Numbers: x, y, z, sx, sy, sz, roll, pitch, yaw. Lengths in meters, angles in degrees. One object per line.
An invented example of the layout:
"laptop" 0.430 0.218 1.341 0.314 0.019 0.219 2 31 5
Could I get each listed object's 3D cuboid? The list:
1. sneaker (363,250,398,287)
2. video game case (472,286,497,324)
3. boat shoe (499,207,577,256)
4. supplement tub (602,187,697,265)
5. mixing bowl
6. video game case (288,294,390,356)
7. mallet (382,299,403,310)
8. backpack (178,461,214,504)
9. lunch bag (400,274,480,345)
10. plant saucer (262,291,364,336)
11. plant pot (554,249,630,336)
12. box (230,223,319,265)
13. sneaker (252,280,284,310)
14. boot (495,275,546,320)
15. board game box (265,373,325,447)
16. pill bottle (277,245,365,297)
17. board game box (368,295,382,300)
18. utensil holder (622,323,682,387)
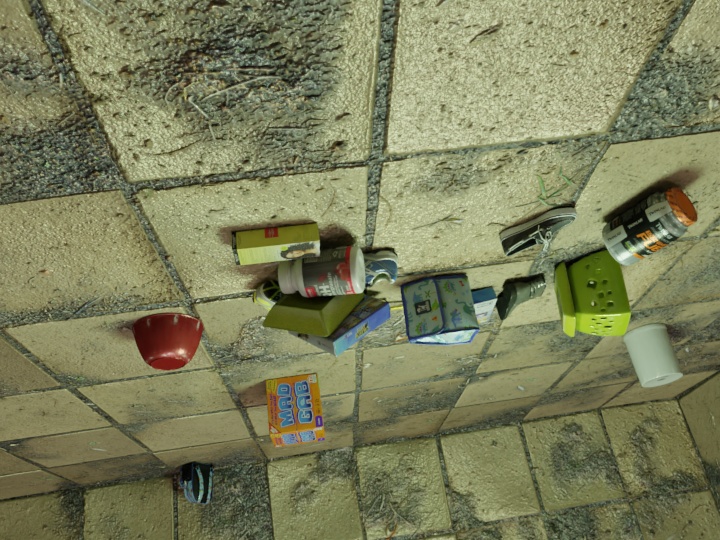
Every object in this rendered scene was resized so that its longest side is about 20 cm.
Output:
"sneaker" 0.000 0.000 1.519 0.195 0.079 0.076 -7 154 2
"video game case" 0.310 0.130 1.880 0.195 0.046 0.182 -13 152 -5
"boat shoe" 0.444 -0.091 1.505 0.196 0.069 0.074 -19 151 17
"supplement tub" 0.712 -0.109 1.501 0.120 0.125 0.200 9 146 -32
"mixing bowl" -0.538 0.211 1.701 0.195 0.111 0.201 -8 151 -4
"video game case" -0.054 0.121 1.515 0.179 0.046 0.198 16 -144 43
"mallet" 0.133 0.112 1.819 0.195 0.042 0.066 -3 151 -21
"backpack" -0.857 1.122 3.183 0.132 0.204 0.182 -20 152 19
"lunch bag" 0.216 0.113 1.698 0.195 0.174 0.128 -4 152 -7
"plant saucer" -0.117 0.078 1.501 0.196 0.200 0.049 6 120 28
"plant pot" 0.663 0.078 1.762 0.177 0.204 0.199 -10 154 14
"box" -0.190 -0.059 1.377 0.195 0.051 0.076 -6 151 -5
"sneaker" -0.204 0.086 1.631 0.075 0.077 0.199 -20 141 35
"boot" 0.495 0.087 1.862 0.128 0.069 0.201 -12 154 -8
"board game box" -0.242 0.527 2.281 0.195 0.204 0.201 -7 152 -5
"pill bottle" -0.092 0.006 1.451 0.195 0.113 0.111 -5 154 11
"board game box" -0.030 0.091 1.709 0.197 0.031 0.095 16 144 -30
"utensil holder" 1.146 0.335 2.383 0.166 0.204 0.171 -8 153 -4
